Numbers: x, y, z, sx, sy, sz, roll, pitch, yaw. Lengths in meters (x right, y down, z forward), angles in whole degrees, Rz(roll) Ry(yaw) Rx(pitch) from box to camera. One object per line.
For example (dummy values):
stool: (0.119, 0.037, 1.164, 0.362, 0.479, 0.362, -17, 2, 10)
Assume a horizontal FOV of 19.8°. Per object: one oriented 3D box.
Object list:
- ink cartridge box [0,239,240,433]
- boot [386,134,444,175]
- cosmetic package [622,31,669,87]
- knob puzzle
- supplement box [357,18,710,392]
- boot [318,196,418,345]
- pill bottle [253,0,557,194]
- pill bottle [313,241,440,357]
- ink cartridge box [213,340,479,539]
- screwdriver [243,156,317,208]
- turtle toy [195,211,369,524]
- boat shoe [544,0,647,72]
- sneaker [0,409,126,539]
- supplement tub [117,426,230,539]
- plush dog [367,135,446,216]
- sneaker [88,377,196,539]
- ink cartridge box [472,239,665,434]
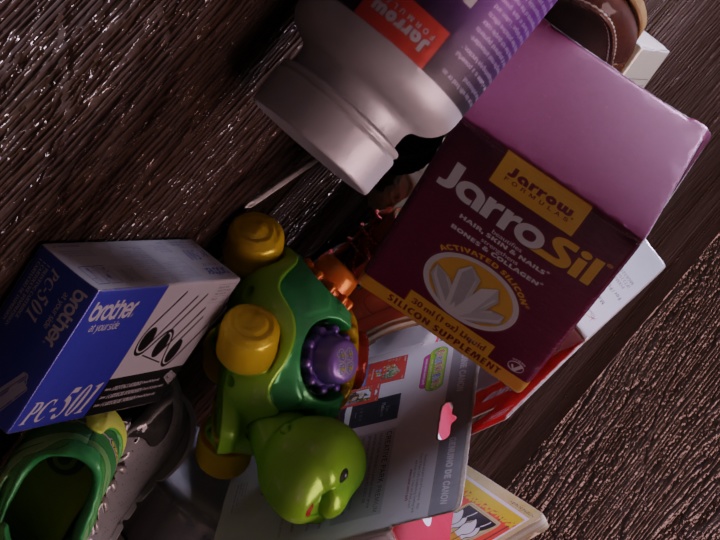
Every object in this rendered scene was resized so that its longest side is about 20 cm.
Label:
ink cartridge box: (-0.142, 0.033, 1.152, 0.094, 0.044, 0.200, -56, 166, 12)
boot: (0.066, -0.159, 1.273, 0.163, 0.073, 0.198, -57, 173, 33)
cosmetic package: (0.157, -0.120, 1.680, 0.201, 0.071, 0.105, -55, 166, 14)
knob puzzle: (0.004, 0.186, 1.400, 0.218, 0.031, 0.220, -21, -161, 7)
supplement box: (0.100, -0.036, 1.245, 0.103, 0.130, 0.200, -54, 177, -35)
boot: (0.000, 0.000, 1.391, 0.198, 0.075, 0.108, -18, 146, -5)
pill bottle: (0.034, -0.144, 1.123, 0.200, 0.111, 0.111, -51, 167, -2)
pill bottle: (0.008, 0.059, 1.571, 0.111, 0.110, 0.200, -48, 166, -12)
ink cartridge box: (0.007, 0.144, 1.338, 0.174, 0.084, 0.201, -17, -151, 19)
screwdriver: (-0.012, -0.078, 1.311, 0.200, 0.029, 0.028, -44, 166, -48)
turtle toy: (-0.046, 0.070, 1.291, 0.146, 0.100, 0.201, 105, -12, -48)
boat shoe: (0.130, -0.131, 1.281, 0.071, 0.070, 0.200, -59, 170, -11)
sneaker: (-0.205, 0.163, 1.195, 0.201, 0.074, 0.084, -60, -172, 13)
supplement tub: (-0.148, 0.217, 1.451, 0.201, 0.122, 0.122, -56, 166, 19)
plush dog: (0.104, -0.082, 1.501, 0.200, 0.160, 0.172, -50, -170, -4)
sneaker: (-0.175, 0.130, 1.269, 0.201, 0.075, 0.116, -56, 165, -26)
ink cartridge box: (0.112, 0.056, 1.499, 0.173, 0.044, 0.200, -40, -178, -24)
